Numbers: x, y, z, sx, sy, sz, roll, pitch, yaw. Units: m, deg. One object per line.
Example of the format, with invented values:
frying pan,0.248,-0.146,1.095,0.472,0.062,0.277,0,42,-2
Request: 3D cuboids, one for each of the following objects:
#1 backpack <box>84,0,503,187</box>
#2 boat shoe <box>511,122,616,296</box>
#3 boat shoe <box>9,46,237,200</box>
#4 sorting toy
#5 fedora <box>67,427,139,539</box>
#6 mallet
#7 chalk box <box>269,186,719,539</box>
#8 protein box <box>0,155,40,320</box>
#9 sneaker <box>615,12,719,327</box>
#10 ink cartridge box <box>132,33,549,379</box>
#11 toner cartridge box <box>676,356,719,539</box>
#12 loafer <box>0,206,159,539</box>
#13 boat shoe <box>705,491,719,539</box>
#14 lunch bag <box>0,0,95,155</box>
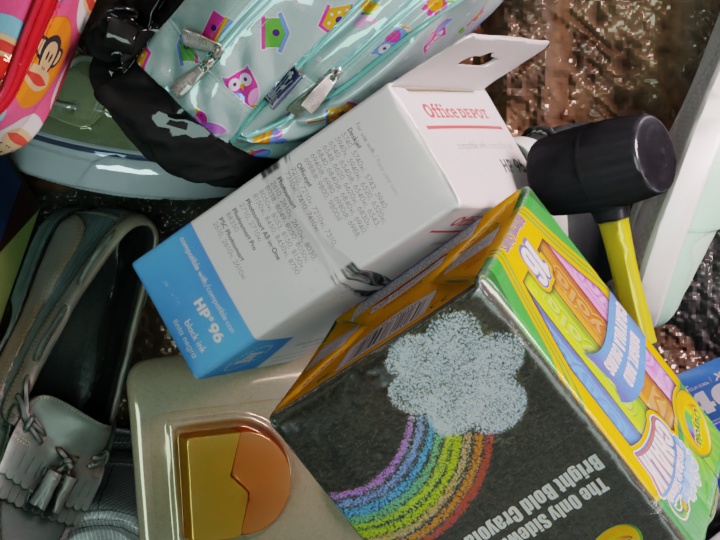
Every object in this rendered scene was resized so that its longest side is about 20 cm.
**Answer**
backpack,-0.017,-0.133,1.106,0.200,0.167,0.127,-41,97,18
boat shoe,0.102,0.024,1.193,0.060,0.076,0.201,-17,119,-34
boat shoe,-0.153,-0.083,1.188,0.199,0.072,0.062,13,108,5
sorting toy,-0.020,0.136,1.197,0.184,0.036,0.201,-6,92,-19
fedora,-0.125,0.187,1.246,0.176,0.090,0.201,0,105,6
mallet,0.121,0.028,1.103,0.066,0.041,0.201,-1,100,37
chalk box,0.078,0.090,1.041,0.125,0.124,0.200,-34,100,23
protein box,-0.291,0.011,1.141,0.199,0.135,0.199,15,74,9
sneaker,0.207,-0.045,1.143,0.118,0.074,0.201,25,90,-7
ink cartridge box,0.007,-0.030,1.108,0.200,0.116,0.068,-34,80,23
toner cartridge box,0.133,0.112,1.172,0.199,0.043,0.095,-22,129,-5
loafer,-0.150,0.060,1.179,0.063,0.072,0.201,-6,66,44
boat shoe,0.159,0.143,1.139,0.200,0.072,0.069,-33,102,18
lunch bag,-0.222,-0.137,1.071,0.199,0.082,0.177,20,86,12
